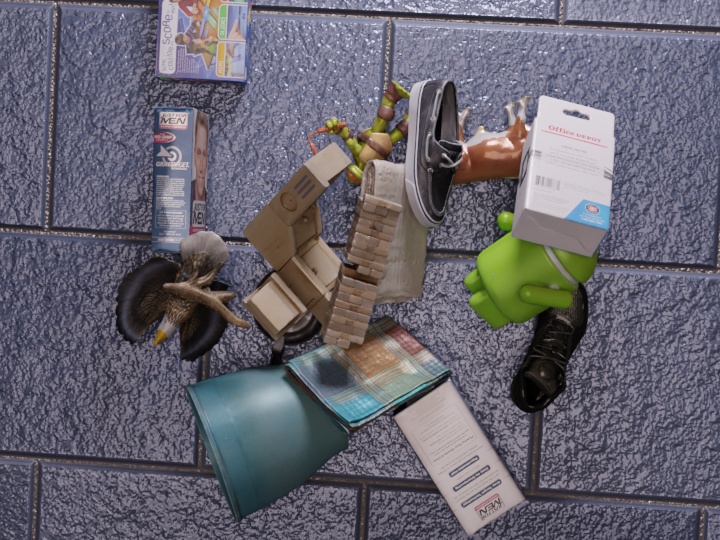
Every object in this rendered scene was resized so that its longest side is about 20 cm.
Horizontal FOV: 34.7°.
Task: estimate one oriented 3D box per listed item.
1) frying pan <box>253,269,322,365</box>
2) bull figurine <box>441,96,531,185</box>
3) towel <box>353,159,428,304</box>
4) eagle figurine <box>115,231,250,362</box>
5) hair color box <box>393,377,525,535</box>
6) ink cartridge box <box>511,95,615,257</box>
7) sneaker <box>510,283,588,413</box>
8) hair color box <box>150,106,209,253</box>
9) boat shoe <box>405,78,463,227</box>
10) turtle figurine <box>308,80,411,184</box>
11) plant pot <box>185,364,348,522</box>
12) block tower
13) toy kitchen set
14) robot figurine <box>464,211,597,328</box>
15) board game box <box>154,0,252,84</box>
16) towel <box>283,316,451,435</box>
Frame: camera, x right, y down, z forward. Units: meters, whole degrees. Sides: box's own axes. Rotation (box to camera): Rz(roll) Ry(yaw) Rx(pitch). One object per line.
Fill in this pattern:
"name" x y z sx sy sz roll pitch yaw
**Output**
"frying pan" -0.126 0.082 1.683 0.114 0.031 0.191 37 91 3
"bull figurine" 0.199 -0.176 1.634 0.197 0.065 0.124 -7 90 2
"towel" 0.046 -0.052 1.614 0.034 0.131 0.203 14 101 41
"eagle figurine" -0.251 0.048 1.603 0.149 0.200 0.153 -24 88 -24
"hair color box" 0.140 0.262 1.647 0.099 0.061 0.201 -32 90 4
"ink cartridge box" 0.274 -0.128 1.542 0.114 0.067 0.202 14 56 -2
"sneaker" 0.272 0.109 1.617 0.075 0.114 0.202 26 91 0
"hair color box" -0.256 -0.127 1.644 0.059 0.100 0.204 2 93 4
"boat shoe" 0.109 -0.162 1.584 0.067 0.071 0.204 -1 87 43
"turtle figurine" 0.033 -0.176 1.644 0.199 0.064 0.162 38 94 -19
"plant pot" -0.124 0.219 1.610 0.186 0.200 0.203 -22 91 -12
"block tower" 0.000 0.000 1.536 0.053 0.058 0.203 15 99 -11
"toy kitchen set" -0.059 -0.019 1.567 0.200 0.163 0.180 48 132 0
"robot figurine" 0.241 -0.005 1.599 0.199 0.177 0.116 -34 125 21
"board game box" -0.225 -0.375 1.665 0.133 0.034 0.203 4 92 4
"towel" 0.011 0.137 1.585 0.146 0.198 0.022 40 137 31
